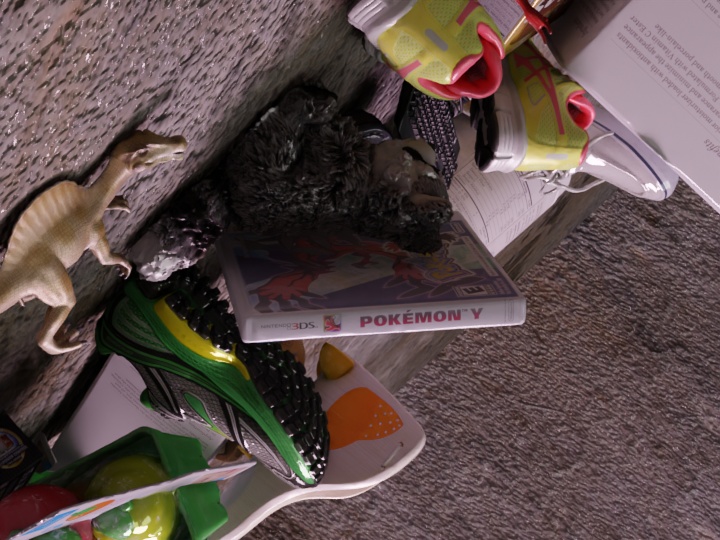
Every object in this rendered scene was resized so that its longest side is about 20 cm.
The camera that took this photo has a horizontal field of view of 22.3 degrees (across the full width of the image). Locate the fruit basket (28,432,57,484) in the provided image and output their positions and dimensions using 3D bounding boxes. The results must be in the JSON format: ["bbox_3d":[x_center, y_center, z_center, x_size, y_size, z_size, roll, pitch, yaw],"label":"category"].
[{"bbox_3d":[-0.258,0.254,1.381,0.094,0.185,0.200,13,127,-45],"label":"fruit basket"}]

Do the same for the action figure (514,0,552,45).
[{"bbox_3d":[0.125,-0.224,1.154,0.065,0.099,0.200,-39,173,-24],"label":"action figure"}]

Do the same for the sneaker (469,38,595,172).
[{"bbox_3d":[0.134,-0.130,1.407,0.200,0.090,0.078,-88,-174,-54],"label":"sneaker"}]

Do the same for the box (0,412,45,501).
[{"bbox_3d":[-0.317,0.201,1.269,0.160,0.044,0.200,-36,168,-45],"label":"box"}]

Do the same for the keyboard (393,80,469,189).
[{"bbox_3d":[0.066,-0.114,1.398,0.200,0.040,0.104,65,36,-70],"label":"keyboard"}]

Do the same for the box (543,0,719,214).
[{"bbox_3d":[0.252,-0.172,1.442,0.131,0.199,0.200,-46,-160,14],"label":"box"}]

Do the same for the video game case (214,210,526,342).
[{"bbox_3d":[0.000,0.000,1.233,0.182,0.023,0.200,-4,-161,-9],"label":"video game case"}]

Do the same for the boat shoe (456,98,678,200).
[{"bbox_3d":[0.158,-0.101,1.495,0.086,0.202,0.075,-54,177,-18],"label":"boat shoe"}]

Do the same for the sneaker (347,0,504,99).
[{"bbox_3d":[0.053,-0.142,1.160,0.078,0.090,0.200,-47,173,13],"label":"sneaker"}]

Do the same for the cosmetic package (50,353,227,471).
[{"bbox_3d":[-0.156,0.115,1.387,0.085,0.108,0.200,-50,180,-44],"label":"cosmetic package"}]

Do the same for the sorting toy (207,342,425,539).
[{"bbox_3d":[-0.055,0.153,1.380,0.180,0.107,0.200,-41,175,-9],"label":"sorting toy"}]

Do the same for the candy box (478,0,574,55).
[{"bbox_3d":[0.147,-0.242,1.297,0.117,0.056,0.200,-39,172,-42],"label":"candy box"}]

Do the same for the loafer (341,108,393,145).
[{"bbox_3d":[-0.017,-0.061,1.412,0.072,0.063,0.200,-21,149,-17],"label":"loafer"}]

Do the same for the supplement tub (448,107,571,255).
[{"bbox_3d":[0.071,-0.060,1.565,0.200,0.132,0.132,-41,171,-28],"label":"supplement tub"}]

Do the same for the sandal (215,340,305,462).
[{"bbox_3d":[-0.069,0.059,1.445,0.080,0.054,0.200,6,-103,65],"label":"sandal"}]

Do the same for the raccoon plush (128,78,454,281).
[{"bbox_3d":[-0.034,-0.026,1.199,0.200,0.134,0.097,-44,173,-1],"label":"raccoon plush"}]

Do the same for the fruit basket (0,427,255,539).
[{"bbox_3d":[-0.188,0.175,1.183,0.185,0.094,0.200,-28,175,31],"label":"fruit basket"}]

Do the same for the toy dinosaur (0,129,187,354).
[{"bbox_3d":[-0.174,-0.003,0.985,0.200,0.058,0.101,-49,160,-25],"label":"toy dinosaur"}]

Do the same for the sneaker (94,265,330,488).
[{"bbox_3d":[-0.098,0.079,1.265,0.085,0.200,0.078,-37,-165,25],"label":"sneaker"}]
